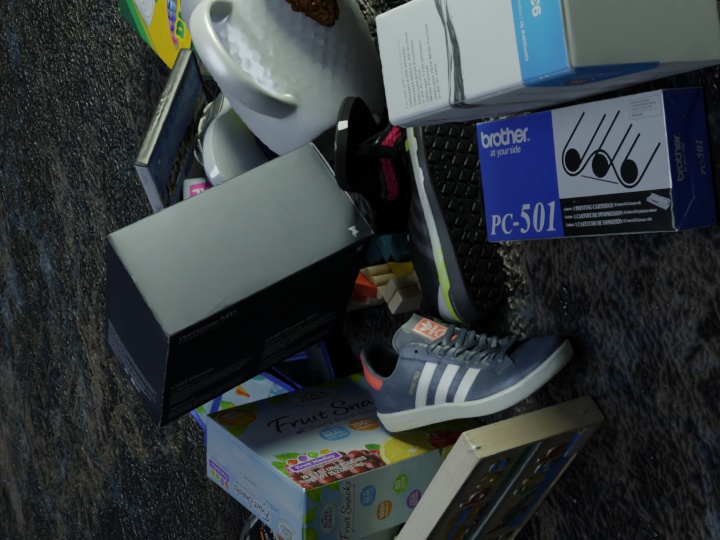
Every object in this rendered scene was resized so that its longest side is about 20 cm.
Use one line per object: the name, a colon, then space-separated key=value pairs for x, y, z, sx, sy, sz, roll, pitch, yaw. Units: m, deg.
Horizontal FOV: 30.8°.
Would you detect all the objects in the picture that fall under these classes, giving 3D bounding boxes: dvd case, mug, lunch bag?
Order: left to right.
dvd case: x=-0.179 y=-0.108 z=1.341 sx=0.201 sy=0.017 sz=0.144 roll=79 pitch=-157 yaw=-59
lunch bag: x=-0.104 y=0.111 z=1.348 sx=0.201 sy=0.126 sz=0.171 roll=50 pitch=143 yaw=23
mug: x=-0.072 y=-0.188 z=1.147 sx=0.147 sy=0.199 sz=0.177 roll=-36 pitch=76 yaw=30

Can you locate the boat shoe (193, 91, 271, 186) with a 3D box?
boat shoe: x=-0.133 y=-0.126 z=1.288 sx=0.068 sy=0.071 sz=0.201 roll=-40 pitch=28 yaw=26

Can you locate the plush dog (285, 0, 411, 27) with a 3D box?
plush dog: x=-0.028 y=-0.297 z=1.048 sx=0.170 sy=0.160 sz=0.203 roll=-21 pitch=82 yaw=33

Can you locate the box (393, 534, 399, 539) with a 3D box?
box: x=0.084 y=0.348 z=1.190 sx=0.200 sy=0.047 sz=0.123 roll=51 pitch=138 yaw=36

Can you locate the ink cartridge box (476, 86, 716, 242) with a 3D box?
ink cartridge box: x=0.165 y=-0.073 z=0.953 sx=0.199 sy=0.044 sz=0.096 roll=-3 pitch=95 yaw=57

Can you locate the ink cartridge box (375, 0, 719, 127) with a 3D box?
ink cartridge box: x=0.124 y=-0.160 z=0.898 sx=0.199 sy=0.143 sz=0.085 roll=-7 pitch=92 yaw=57

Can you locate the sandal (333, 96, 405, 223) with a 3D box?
sandal: x=0.021 y=-0.089 z=1.085 sx=0.044 sy=0.200 sz=0.076 roll=5 pitch=79 yaw=18

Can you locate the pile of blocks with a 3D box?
pile of blocks: x=0.000 y=0.000 z=1.209 sx=0.199 sy=0.061 sz=0.083 roll=-6 pitch=94 yaw=57

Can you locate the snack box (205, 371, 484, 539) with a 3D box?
snack box: x=-0.012 y=0.160 z=1.146 sx=0.168 sy=0.198 sz=0.069 roll=26 pitch=120 yaw=51

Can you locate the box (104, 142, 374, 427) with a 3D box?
box: x=-0.108 y=0.014 z=1.116 sx=0.105 sy=0.198 sz=0.183 roll=55 pitch=154 yaw=18

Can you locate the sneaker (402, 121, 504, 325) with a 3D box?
sneaker: x=0.058 y=-0.047 z=1.091 sx=0.082 sy=0.071 sz=0.203 roll=-9 pitch=91 yaw=49

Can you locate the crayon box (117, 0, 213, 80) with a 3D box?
crayon box: x=-0.193 y=-0.334 z=1.413 sx=0.173 sy=0.058 sz=0.202 roll=47 pitch=135 yaw=40

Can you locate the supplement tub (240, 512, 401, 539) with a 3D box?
supplement tub: x=-0.047 y=0.260 z=1.296 sx=0.124 sy=0.121 sz=0.201 roll=63 pitch=145 yaw=23

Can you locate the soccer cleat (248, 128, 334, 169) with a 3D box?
soccer cleat: x=-0.077 y=-0.167 z=1.259 sx=0.065 sy=0.083 sz=0.203 roll=-40 pitch=65 yaw=53

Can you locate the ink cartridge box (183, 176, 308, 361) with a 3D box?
ink cartridge box: x=-0.113 y=-0.004 z=1.277 sx=0.042 sy=0.117 sz=0.203 roll=70 pitch=-166 yaw=-63

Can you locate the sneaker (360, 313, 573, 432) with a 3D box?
sneaker: x=0.076 y=0.070 z=1.059 sx=0.198 sy=0.075 sz=0.085 roll=-21 pitch=100 yaw=38

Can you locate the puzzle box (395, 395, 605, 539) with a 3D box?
puzzle box: x=0.100 y=0.182 z=1.043 sx=0.026 sy=0.132 sz=0.201 roll=57 pitch=141 yaw=30
